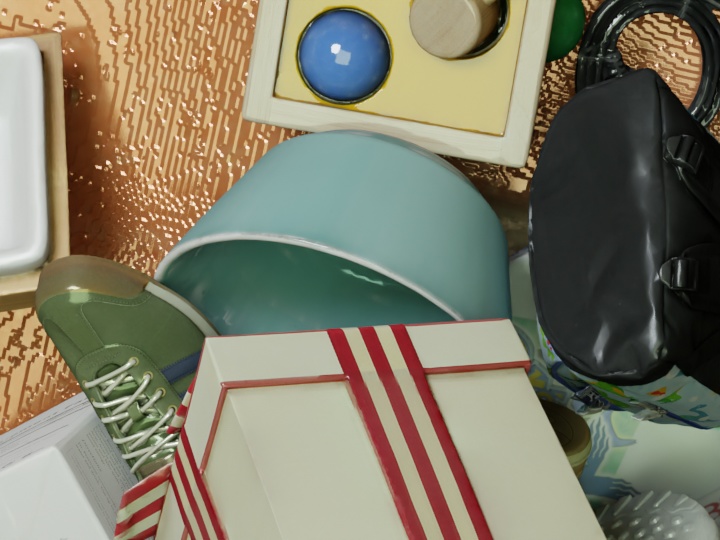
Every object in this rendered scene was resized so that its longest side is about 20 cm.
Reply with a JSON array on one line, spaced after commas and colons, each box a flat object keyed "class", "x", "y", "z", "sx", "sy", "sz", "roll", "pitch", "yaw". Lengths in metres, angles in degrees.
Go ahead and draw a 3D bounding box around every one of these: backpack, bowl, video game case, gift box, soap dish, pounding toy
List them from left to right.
[{"class": "soap dish", "x": -0.255, "y": -0.041, "z": 1.416, "sx": 0.199, "sy": 0.081, "sz": 0.158, "roll": -9, "pitch": 65, "yaw": 7}, {"class": "gift box", "x": -0.008, "y": 0.140, "z": 1.235, "sx": 0.184, "sy": 0.187, "sz": 0.200, "roll": 1, "pitch": 134, "yaw": -25}, {"class": "bowl", "x": 0.000, "y": 0.000, "z": 1.358, "sx": 0.200, "sy": 0.201, "sz": 0.105, "roll": 20, "pitch": 60, "yaw": 2}, {"class": "pounding toy", "x": 0.050, "y": -0.157, "z": 1.367, "sx": 0.199, "sy": 0.142, "sz": 0.185, "roll": 10, "pitch": 100, "yaw": 4}, {"class": "video game case", "x": 0.152, "y": 0.069, "z": 1.452, "sx": 0.182, "sy": 0.022, "sz": 0.200, "roll": -28, "pitch": 95, "yaw": 8}, {"class": "backpack", "x": 0.161, "y": 0.008, "z": 1.334, "sx": 0.153, "sy": 0.200, "sz": 0.164, "roll": -15, "pitch": 67, "yaw": 39}]

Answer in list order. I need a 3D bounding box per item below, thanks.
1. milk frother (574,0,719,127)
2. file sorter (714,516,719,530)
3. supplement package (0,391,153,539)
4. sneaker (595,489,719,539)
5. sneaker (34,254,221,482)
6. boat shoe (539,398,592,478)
[{"class": "milk frother", "x": 0.223, "y": -0.110, "z": 1.333, "sx": 0.180, "sy": 0.188, "sz": 0.200, "roll": 44, "pitch": 97, "yaw": 0}, {"class": "file sorter", "x": 0.246, "y": 0.212, "z": 1.402, "sx": 0.138, "sy": 0.125, "sz": 0.201, "roll": 14, "pitch": 106, "yaw": -2}, {"class": "supplement package", "x": -0.158, "y": 0.145, "z": 1.396, "sx": 0.120, "sy": 0.200, "sz": 0.121, "roll": -27, "pitch": 95, "yaw": 15}, {"class": "sneaker", "x": 0.133, "y": 0.186, "z": 1.416, "sx": 0.200, "sy": 0.076, "sz": 0.081, "roll": -30, "pitch": 101, "yaw": 44}, {"class": "sneaker", "x": -0.098, "y": 0.080, "z": 1.343, "sx": 0.067, "sy": 0.090, "sz": 0.200, "roll": -24, "pitch": 132, "yaw": 26}, {"class": "boat shoe", "x": 0.038, "y": 0.117, "z": 1.434, "sx": 0.200, "sy": 0.073, "sz": 0.063, "roll": -8, "pitch": 116, "yaw": 20}]
